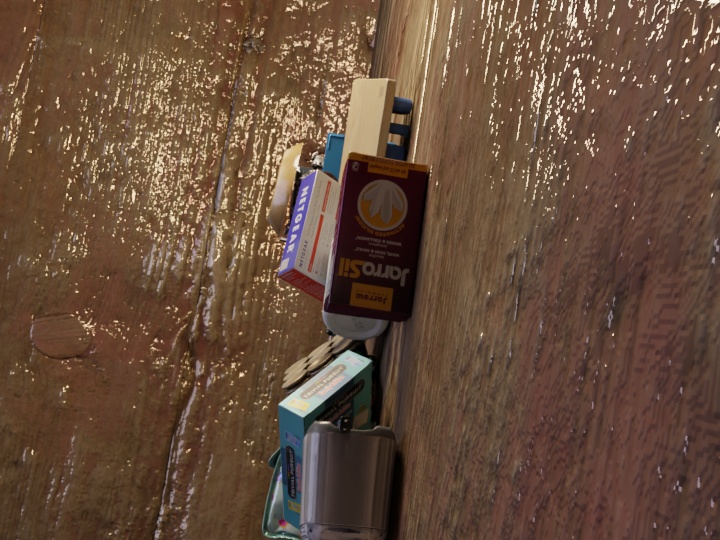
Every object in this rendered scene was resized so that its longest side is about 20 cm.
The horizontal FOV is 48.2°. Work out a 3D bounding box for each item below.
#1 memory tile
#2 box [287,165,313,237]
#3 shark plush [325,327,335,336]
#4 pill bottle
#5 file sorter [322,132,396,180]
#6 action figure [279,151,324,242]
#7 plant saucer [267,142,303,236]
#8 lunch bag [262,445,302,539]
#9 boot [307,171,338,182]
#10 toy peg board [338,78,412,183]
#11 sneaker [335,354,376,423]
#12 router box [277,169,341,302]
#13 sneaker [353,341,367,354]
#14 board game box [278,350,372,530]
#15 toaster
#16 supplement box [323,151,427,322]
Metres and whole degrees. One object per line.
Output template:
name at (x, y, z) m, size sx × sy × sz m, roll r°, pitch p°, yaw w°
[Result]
memory tile at (-0.045, 0.134, 1.349) m, size 0.017 × 0.198 × 0.153 m, roll 56°, pitch 179°, yaw -6°
box at (-0.060, -0.138, 1.828) m, size 0.149 × 0.196 × 0.109 m, roll 105°, pitch 173°, yaw -61°
shark plush at (-0.024, 0.131, 1.723) m, size 0.200 × 0.089 × 0.085 m, roll -116°, pitch 5°, yaw -76°
pill bottle at (0.000, 0.000, 1.287) m, size 0.110 × 0.107 × 0.203 m, roll 103°, pitch 174°, yaw -51°
file sorter at (-0.012, -0.162, 1.635) m, size 0.123 × 0.136 × 0.204 m, roll -98°, pitch 16°, yaw -87°
action figure at (-0.110, -0.150, 1.667) m, size 0.130 × 0.068 × 0.204 m, roll 45°, pitch -124°, yaw -80°
plant saucer at (-0.162, -0.174, 1.690) m, size 0.200 × 0.035 × 0.204 m, roll -165°, pitch 89°, yaw -84°
lunch bag at (-0.084, 0.364, 1.395) m, size 0.170 × 0.120 × 0.204 m, roll 42°, pitch -127°, yaw -68°
boot at (-0.034, -0.085, 1.508) m, size 0.186 × 0.063 × 0.204 m, roll 19°, pitch -125°, yaw -66°
toy peg board at (0.044, -0.234, 1.450) m, size 0.199 × 0.096 × 0.204 m, roll -146°, pitch 63°, yaw -69°
sneaker at (-0.009, 0.201, 1.281) m, size 0.200 × 0.068 × 0.092 m, roll -84°, pitch -6°, yaw -76°
router box at (-0.039, -0.043, 1.388) m, size 0.049 × 0.178 × 0.203 m, roll -23°, pitch 45°, yaw 45°
sneaker at (-0.022, 0.182, 1.511) m, size 0.088 × 0.073 × 0.202 m, roll -78°, pitch -1°, yaw -47°
board game box at (-0.045, 0.235, 1.110) m, size 0.150 × 0.046 × 0.203 m, roll -33°, pitch -47°, yaw -45°
toaster at (-0.015, 0.253, 0.940) m, size 0.200 × 0.111 × 0.132 m, roll 105°, pitch 170°, yaw -69°
supplement box at (0.019, -0.041, 1.065) m, size 0.086 × 0.108 × 0.204 m, roll 122°, pitch 155°, yaw -79°
